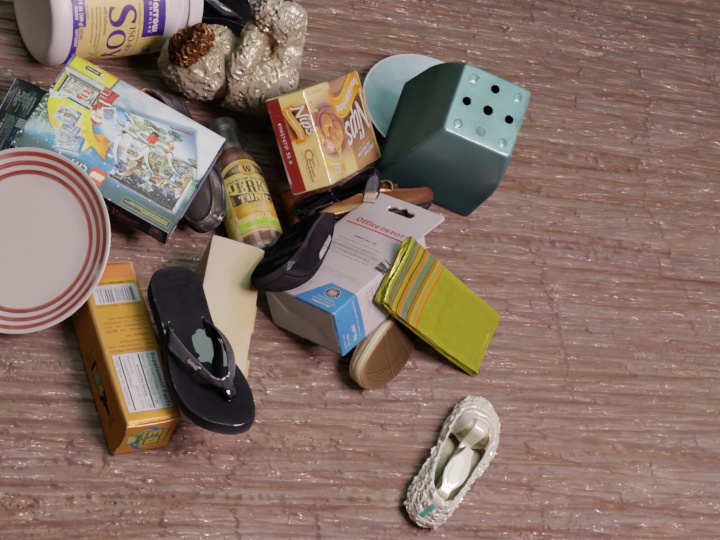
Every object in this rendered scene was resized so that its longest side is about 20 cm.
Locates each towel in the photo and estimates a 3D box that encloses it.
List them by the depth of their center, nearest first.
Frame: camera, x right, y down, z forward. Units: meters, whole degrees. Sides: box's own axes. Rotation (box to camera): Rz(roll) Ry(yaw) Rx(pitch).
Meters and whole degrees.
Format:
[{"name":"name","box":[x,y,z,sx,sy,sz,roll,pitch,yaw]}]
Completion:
[{"name":"towel","box":[0.095,0.044,1.575,0.200,0.018,0.086,38,73,-41]}]

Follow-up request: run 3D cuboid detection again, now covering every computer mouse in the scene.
[{"name":"computer mouse","box":[-0.037,-0.039,1.521,0.046,0.140,0.200,55,31,-19]}]

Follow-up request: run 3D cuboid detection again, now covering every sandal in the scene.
[{"name":"sandal","box":[-0.168,0.078,1.394,0.076,0.043,0.200,-13,62,-32]},{"name":"sandal","box":[-0.177,-0.353,1.818,0.200,0.043,0.076,20,50,-10]}]

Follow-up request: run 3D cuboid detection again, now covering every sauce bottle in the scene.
[{"name":"sauce bottle","box":[-0.143,-0.095,1.629,0.065,0.065,0.200,-5,58,-28]}]

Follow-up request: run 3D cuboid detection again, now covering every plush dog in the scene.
[{"name":"plush dog","box":[-0.165,-0.247,1.681,0.171,0.200,0.161,6,80,-12]}]

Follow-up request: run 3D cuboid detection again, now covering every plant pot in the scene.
[{"name":"plant pot","box":[0.124,-0.175,1.691,0.141,0.200,0.142,22,77,-10]}]

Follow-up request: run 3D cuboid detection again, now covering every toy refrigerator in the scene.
[{"name":"toy refrigerator","box":[-0.154,0.067,1.497,0.070,0.076,0.200,17,50,-13]}]

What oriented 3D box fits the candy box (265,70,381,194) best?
[{"name":"candy box","box":[-0.041,-0.170,1.651,0.200,0.055,0.116,-39,115,-68]}]

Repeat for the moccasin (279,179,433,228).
[{"name":"moccasin","box":[-0.004,-0.086,1.687,0.201,0.074,0.078,-9,68,-19]}]

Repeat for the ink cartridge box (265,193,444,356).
[{"name":"ink cartridge box","box":[0.000,0.000,1.575,0.116,0.068,0.200,23,50,37]}]

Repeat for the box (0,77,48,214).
[{"name":"box","box":[-0.356,-0.113,1.556,0.159,0.046,0.200,21,50,-10]}]

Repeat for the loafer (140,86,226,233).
[{"name":"loafer","box":[-0.218,-0.131,1.603,0.073,0.072,0.200,-34,60,7]}]

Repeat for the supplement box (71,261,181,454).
[{"name":"supplement box","box":[-0.252,0.090,1.441,0.069,0.067,0.200,-3,58,-29]}]

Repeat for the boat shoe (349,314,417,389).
[{"name":"boat shoe","box":[0.030,0.059,1.601,0.065,0.072,0.200,9,47,29]}]

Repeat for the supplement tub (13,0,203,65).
[{"name":"supplement tub","box":[-0.310,-0.334,1.676,0.200,0.145,0.146,-14,63,-31]}]

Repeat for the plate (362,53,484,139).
[{"name":"plate","box":[0.093,-0.212,1.850,0.200,0.026,0.201,12,52,-16]}]

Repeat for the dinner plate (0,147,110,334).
[{"name":"dinner plate","box":[-0.359,-0.031,1.448,0.200,0.024,0.201,-1,83,7]}]

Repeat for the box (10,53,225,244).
[{"name":"box","box":[-0.272,-0.138,1.533,0.200,0.038,0.137,30,67,-3]}]

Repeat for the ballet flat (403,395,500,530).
[{"name":"ballet flat","box":[0.116,0.207,1.526,0.072,0.072,0.200,33,48,1]}]
